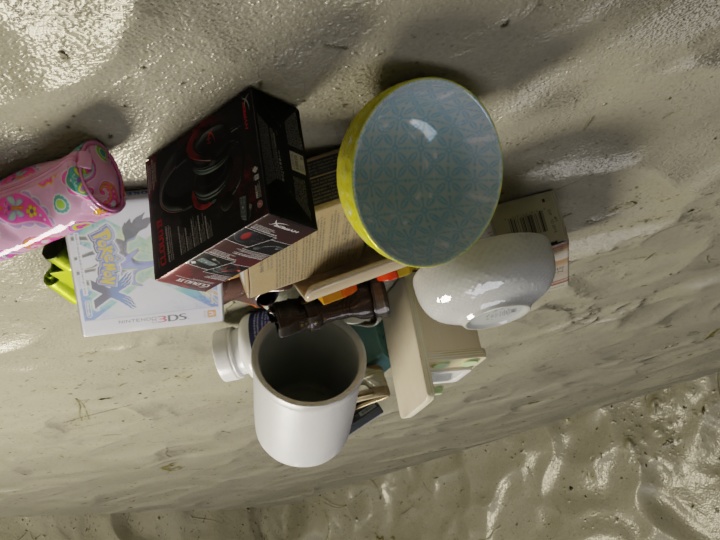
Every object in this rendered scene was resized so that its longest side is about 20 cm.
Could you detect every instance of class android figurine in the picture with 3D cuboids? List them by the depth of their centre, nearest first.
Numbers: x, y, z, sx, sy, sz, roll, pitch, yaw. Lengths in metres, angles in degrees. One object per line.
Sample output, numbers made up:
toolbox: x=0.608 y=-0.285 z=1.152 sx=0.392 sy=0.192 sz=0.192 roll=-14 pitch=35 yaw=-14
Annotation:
android figurine: x=-0.326 y=0.011 z=1.182 sx=0.181 sy=0.041 sz=0.200 roll=-7 pitch=152 yaw=17

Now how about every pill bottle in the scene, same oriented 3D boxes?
pill bottle: x=-0.142 y=0.122 z=1.492 sx=0.199 sy=0.120 sz=0.120 roll=-13 pitch=159 yaw=6

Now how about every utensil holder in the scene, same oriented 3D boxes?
utensil holder: x=-0.085 y=0.188 z=1.358 sx=0.169 sy=0.170 sz=0.200 roll=-6 pitch=141 yaw=-13

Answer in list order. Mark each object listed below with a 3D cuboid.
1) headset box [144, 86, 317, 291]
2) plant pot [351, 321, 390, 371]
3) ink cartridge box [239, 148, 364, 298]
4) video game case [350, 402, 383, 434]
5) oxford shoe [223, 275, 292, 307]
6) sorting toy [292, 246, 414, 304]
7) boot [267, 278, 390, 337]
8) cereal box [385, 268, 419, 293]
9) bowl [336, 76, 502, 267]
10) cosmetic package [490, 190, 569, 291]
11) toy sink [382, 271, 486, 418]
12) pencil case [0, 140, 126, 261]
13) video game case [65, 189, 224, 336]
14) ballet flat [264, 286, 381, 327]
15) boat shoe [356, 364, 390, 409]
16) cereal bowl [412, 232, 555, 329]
headset box: x=-0.149 y=-0.076 z=0.942 sx=0.199 sy=0.149 sz=0.075 roll=-26 pitch=153 yaw=34
plant pot: x=-0.049 y=0.153 z=1.599 sx=0.199 sy=0.142 sz=0.141 roll=-20 pitch=158 yaw=10
ink cartridge box: x=-0.077 y=-0.056 z=1.096 sx=0.164 sy=0.075 sz=0.200 roll=-18 pitch=160 yaw=-13
video game case: x=-0.049 y=0.258 z=1.630 sx=0.143 sy=0.019 sz=0.200 roll=-32 pitch=-161 yaw=-7
oxford shoe: x=-0.166 y=0.028 z=1.272 sx=0.071 sy=0.073 sz=0.200 roll=-27 pitch=179 yaw=-38
sorting toy: x=0.000 y=0.000 z=1.222 sx=0.184 sy=0.037 sz=0.200 roll=-20 pitch=-172 yaw=-8
boot: x=-0.053 y=0.041 z=1.301 sx=0.173 sy=0.070 sz=0.200 roll=-13 pitch=-167 yaw=-3
cereal box: x=0.077 y=0.013 z=1.436 sx=0.143 sy=0.040 sz=0.200 roll=6 pitch=154 yaw=-35
bowl: x=0.047 y=-0.108 z=0.965 sx=0.199 sy=0.201 sz=0.108 roll=4 pitch=-175 yaw=-33
cosmetic package: x=0.259 y=-0.033 z=1.342 sx=0.103 sy=0.088 sz=0.200 roll=-16 pitch=159 yaw=9
toy sink: x=0.116 y=0.116 z=1.383 sx=0.111 sy=0.201 sz=0.130 roll=-3 pitch=157 yaw=-18
pencil case: x=-0.352 y=-0.070 z=0.949 sx=0.199 sy=0.088 sz=0.087 roll=-17 pitch=158 yaw=18
video game case: x=-0.264 y=-0.009 z=1.094 sx=0.181 sy=0.022 sz=0.201 roll=-6 pitch=126 yaw=-13
ballet flat: x=-0.058 y=0.055 z=1.387 sx=0.199 sy=0.070 sz=0.069 roll=7 pitch=157 yaw=-4
boat shoe: x=-0.040 y=0.235 z=1.536 sx=0.199 sy=0.065 sz=0.072 roll=-29 pitch=156 yaw=16
cereal bowl: x=0.174 y=0.026 z=1.202 sx=0.199 sy=0.084 sz=0.200 roll=-12 pitch=160 yaw=-4
